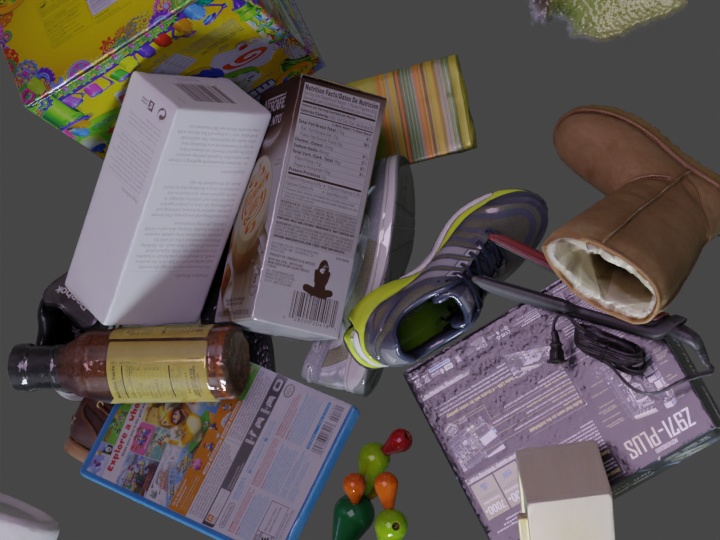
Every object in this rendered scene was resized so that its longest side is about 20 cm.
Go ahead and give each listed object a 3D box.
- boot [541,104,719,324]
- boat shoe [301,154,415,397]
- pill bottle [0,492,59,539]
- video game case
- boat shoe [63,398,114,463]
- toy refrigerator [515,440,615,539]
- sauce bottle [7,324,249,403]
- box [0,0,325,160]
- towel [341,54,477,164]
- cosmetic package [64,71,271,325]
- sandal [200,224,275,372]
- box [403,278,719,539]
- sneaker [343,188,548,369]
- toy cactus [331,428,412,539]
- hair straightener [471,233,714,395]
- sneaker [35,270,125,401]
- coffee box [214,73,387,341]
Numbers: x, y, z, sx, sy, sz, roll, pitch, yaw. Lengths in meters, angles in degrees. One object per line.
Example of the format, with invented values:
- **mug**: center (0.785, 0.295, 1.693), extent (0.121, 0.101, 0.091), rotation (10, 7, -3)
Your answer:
- **boot**: center (0.190, -0.050, 1.500), extent (0.175, 0.200, 0.066), rotation (27, 123, 19)
- **boat shoe**: center (0.000, 0.001, 1.627), extent (0.065, 0.074, 0.203), rotation (12, 93, 15)
- **pill bottle**: center (-0.343, 0.292, 1.678), extent (0.114, 0.114, 0.201), rotation (20, 89, 20)
- **video game case**: center (-0.117, 0.141, 1.606), extent (0.200, 0.018, 0.143), rotation (21, 77, 25)
- **boat shoe**: center (-0.162, 0.160, 1.658), extent (0.200, 0.070, 0.070), rotation (26, 95, 20)
- **toy refrigerator**: center (0.156, 0.235, 1.480), extent (0.070, 0.076, 0.201), rotation (-7, 118, 0)
- **sauce bottle**: center (-0.192, 0.077, 1.612), extent (0.199, 0.066, 0.066), rotation (-1, 82, 19)
- **box**: center (-0.169, -0.199, 1.638), extent (0.200, 0.193, 0.122), rotation (-30, 64, 11)
- **towel**: center (-0.002, -0.120, 1.675), extent (0.199, 0.018, 0.086), rotation (-13, 74, 17)
- **cosmetic package**: center (-0.159, -0.057, 1.608), extent (0.071, 0.101, 0.200), rotation (40, 117, 39)
- **sandal**: center (-0.103, 0.059, 1.672), extent (0.075, 0.048, 0.201), rotation (-8, 67, 18)
- **box**: center (0.163, 0.105, 1.550), extent (0.200, 0.086, 0.164), rotation (-32, 74, 12)
- **sneaker**: center (0.081, 0.013, 1.569), extent (0.200, 0.081, 0.074), rotation (-44, 113, -11)
- **toy cactus**: center (0.005, 0.241, 1.595), extent (0.165, 0.102, 0.201), rotation (-20, 79, 34)
- **hair straightener**: center (0.173, 0.044, 1.494), extent (0.200, 0.041, 0.077), rotation (25, 91, 16)
- **sneaker**: center (-0.229, 0.017, 1.690), extent (0.066, 0.090, 0.200), rotation (23, 90, 19)
- **coffee box**: center (-0.050, -0.048, 1.596), extent (0.080, 0.114, 0.201), rotation (14, 82, -19)
